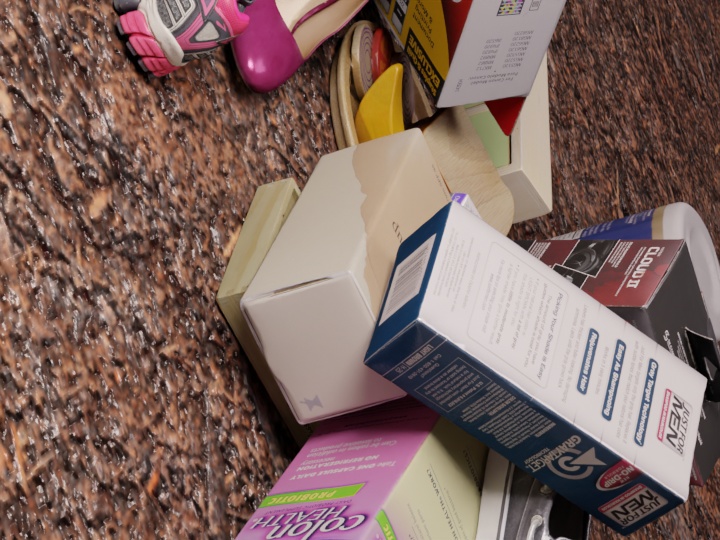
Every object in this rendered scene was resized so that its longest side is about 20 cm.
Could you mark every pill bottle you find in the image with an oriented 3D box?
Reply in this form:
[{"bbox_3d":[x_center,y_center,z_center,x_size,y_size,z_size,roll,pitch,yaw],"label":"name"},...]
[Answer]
[{"bbox_3d":[0.172,0.025,1.618,0.111,0.199,0.112,47,35,-47],"label":"pill bottle"}]

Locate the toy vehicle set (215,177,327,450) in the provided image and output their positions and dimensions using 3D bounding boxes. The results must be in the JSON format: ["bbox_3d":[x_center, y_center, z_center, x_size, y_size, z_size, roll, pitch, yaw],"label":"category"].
[{"bbox_3d":[-0.025,0.056,1.359,0.201,0.026,0.125,62,25,-27],"label":"toy vehicle set"}]

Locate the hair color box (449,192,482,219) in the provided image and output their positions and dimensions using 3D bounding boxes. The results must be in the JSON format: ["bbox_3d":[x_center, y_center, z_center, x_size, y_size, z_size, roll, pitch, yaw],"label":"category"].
[{"bbox_3d":[0.070,0.052,1.494,0.110,0.065,0.200,-56,130,-30],"label":"hair color box"}]

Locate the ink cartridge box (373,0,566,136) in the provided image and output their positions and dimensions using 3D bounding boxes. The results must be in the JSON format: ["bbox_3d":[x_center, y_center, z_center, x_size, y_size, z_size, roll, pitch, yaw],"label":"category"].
[{"bbox_3d":[0.061,-0.220,1.538,0.201,0.083,0.176,62,-32,36],"label":"ink cartridge box"}]

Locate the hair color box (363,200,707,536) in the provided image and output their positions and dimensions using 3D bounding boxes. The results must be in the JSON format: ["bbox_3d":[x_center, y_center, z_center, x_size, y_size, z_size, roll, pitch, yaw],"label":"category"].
[{"bbox_3d":[0.105,0.059,1.228,0.199,0.060,0.100,34,46,-16],"label":"hair color box"}]

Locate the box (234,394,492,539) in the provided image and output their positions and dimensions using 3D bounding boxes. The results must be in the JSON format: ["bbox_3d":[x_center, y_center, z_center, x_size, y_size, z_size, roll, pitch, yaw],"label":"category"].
[{"bbox_3d":[0.020,0.194,1.249,0.177,0.096,0.200,68,30,-20],"label":"box"}]

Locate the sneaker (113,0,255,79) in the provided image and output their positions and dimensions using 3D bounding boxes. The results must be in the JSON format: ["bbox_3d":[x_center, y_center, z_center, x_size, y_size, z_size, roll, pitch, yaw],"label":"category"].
[{"bbox_3d":[-0.091,-0.196,1.307,0.081,0.074,0.201,56,28,-38],"label":"sneaker"}]

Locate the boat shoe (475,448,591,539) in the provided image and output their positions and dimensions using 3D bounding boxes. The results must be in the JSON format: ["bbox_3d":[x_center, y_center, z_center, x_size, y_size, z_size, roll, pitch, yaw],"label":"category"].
[{"bbox_3d":[0.109,0.181,1.243,0.072,0.067,0.201,48,41,-43],"label":"boat shoe"}]

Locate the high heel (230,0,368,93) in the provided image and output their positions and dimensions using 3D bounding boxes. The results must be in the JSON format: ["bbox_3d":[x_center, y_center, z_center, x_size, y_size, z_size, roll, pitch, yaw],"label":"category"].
[{"bbox_3d":[-0.026,-0.186,1.423,0.068,0.096,0.200,62,25,-27],"label":"high heel"}]

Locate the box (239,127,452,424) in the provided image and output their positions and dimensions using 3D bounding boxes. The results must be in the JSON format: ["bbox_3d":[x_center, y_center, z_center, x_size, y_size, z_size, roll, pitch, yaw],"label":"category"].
[{"bbox_3d":[0.000,0.000,1.315,0.095,0.077,0.200,65,24,-23],"label":"box"}]

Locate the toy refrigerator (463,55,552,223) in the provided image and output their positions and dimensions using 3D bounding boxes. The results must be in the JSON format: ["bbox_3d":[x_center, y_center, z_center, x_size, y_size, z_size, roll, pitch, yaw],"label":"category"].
[{"bbox_3d":[0.110,-0.136,1.740,0.070,0.075,0.201,49,34,-46],"label":"toy refrigerator"}]

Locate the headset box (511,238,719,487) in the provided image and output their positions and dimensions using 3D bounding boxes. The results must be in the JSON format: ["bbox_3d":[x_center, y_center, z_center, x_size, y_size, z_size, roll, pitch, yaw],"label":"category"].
[{"bbox_3d":[0.149,0.059,1.380,0.077,0.199,0.149,-52,131,-41],"label":"headset box"}]

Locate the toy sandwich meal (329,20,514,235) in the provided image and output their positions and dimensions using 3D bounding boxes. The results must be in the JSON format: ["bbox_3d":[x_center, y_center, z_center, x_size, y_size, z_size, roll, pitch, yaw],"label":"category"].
[{"bbox_3d":[0.046,-0.095,1.568,0.205,0.070,0.206,47,35,-48],"label":"toy sandwich meal"}]
